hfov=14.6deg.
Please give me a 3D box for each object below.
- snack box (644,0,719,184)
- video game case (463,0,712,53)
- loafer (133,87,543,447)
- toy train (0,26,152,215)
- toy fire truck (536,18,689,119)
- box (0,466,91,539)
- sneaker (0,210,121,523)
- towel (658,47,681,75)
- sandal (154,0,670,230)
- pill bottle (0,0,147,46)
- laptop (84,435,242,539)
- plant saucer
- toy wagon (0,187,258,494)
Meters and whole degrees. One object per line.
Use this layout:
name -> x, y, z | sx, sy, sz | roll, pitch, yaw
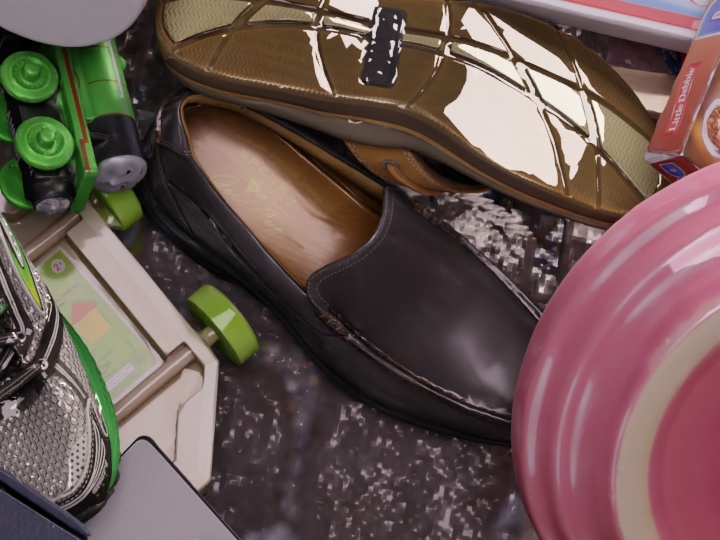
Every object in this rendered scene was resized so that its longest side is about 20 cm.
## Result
snack box -> 0.170, -0.107, 1.045 | 0.072, 0.024, 0.201 | 35, 67, -27
video game case -> 0.095, -0.190, 1.073 | 0.142, 0.017, 0.201 | 13, 76, 4
loafer -> 0.000, 0.000, 1.061 | 0.199, 0.072, 0.073 | 31, 75, 3
toy train -> -0.124, -0.110, 1.073 | 0.056, 0.042, 0.201 | -4, 62, -23
toy fire truck -> 0.063, -0.118, 1.094 | 0.198, 0.049, 0.142 | -6, 77, 4
box -> -0.203, 0.124, 0.887 | 0.157, 0.051, 0.201 | 35, 84, -16
sneaker -> -0.152, 0.006, 1.000 | 0.078, 0.085, 0.201 | -30, 80, -10
towel -> 0.169, -0.159, 1.140 | 0.144, 0.024, 0.201 | -19, 79, -10
sandal -> 0.019, -0.060, 1.044 | 0.199, 0.054, 0.081 | 16, 51, 0
pill bottle -> -0.085, -0.180, 1.043 | 0.110, 0.111, 0.201 | 21, 50, 1
laptop -> -0.110, 0.154, 0.918 | 0.187, 0.116, 0.200 | -45, 50, -2
plant saucer -> 0.155, 0.056, 1.014 | 0.199, 0.051, 0.202 | -5, 116, -11
toy wagon -> -0.142, 0.023, 1.061 | 0.155, 0.040, 0.200 | -39, 82, -13
